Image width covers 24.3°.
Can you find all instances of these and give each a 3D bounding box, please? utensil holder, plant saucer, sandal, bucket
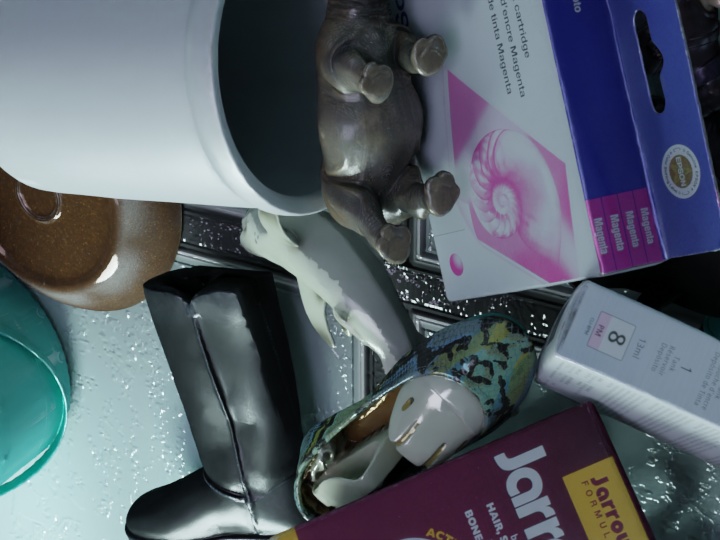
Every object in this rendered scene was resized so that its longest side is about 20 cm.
[{"bbox_3d":[-0.108,-0.120,0.977,0.199,0.170,0.171,3,114,35],"label":"utensil holder"},{"bbox_3d":[-0.213,-0.058,1.161,0.199,0.037,0.201,14,120,27],"label":"plant saucer"},{"bbox_3d":[0.143,-0.006,0.900,0.200,0.045,0.075,18,141,53],"label":"sandal"},{"bbox_3d":[-0.323,0.090,1.241,0.206,0.135,0.208,16,121,28],"label":"bucket"}]

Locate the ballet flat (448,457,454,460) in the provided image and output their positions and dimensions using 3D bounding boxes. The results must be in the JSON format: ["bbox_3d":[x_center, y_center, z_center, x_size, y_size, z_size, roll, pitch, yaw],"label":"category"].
[{"bbox_3d":[0.048,0.162,1.082,0.200,0.067,0.071,-28,71,39],"label":"ballet flat"}]

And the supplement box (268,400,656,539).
[{"bbox_3d":[0.068,0.177,0.945,0.199,0.103,0.131,-25,72,5],"label":"supplement box"}]

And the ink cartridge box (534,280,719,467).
[{"bbox_3d":[0.192,0.074,0.888,0.199,0.163,0.057,21,83,5],"label":"ink cartridge box"}]

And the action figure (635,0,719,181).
[{"bbox_3d":[0.183,-0.088,0.862,0.130,0.069,0.201,-31,89,47],"label":"action figure"}]

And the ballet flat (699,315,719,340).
[{"bbox_3d":[0.276,0.058,0.873,0.199,0.068,0.076,-1,127,32],"label":"ballet flat"}]

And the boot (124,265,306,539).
[{"bbox_3d":[-0.113,0.096,1.138,0.164,0.066,0.201,-5,117,23],"label":"boot"}]

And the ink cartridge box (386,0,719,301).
[{"bbox_3d":[0.090,-0.090,0.867,0.200,0.043,0.198,-14,89,60],"label":"ink cartridge box"}]

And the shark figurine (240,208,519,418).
[{"bbox_3d":[0.012,0.007,1.018,0.215,0.089,0.128,46,163,16],"label":"shark figurine"}]

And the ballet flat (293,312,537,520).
[{"bbox_3d":[0.027,0.096,0.968,0.074,0.074,0.200,50,133,3],"label":"ballet flat"}]

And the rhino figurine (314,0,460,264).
[{"bbox_3d":[0.006,-0.109,0.899,0.087,0.059,0.201,-157,60,-64],"label":"rhino figurine"}]
